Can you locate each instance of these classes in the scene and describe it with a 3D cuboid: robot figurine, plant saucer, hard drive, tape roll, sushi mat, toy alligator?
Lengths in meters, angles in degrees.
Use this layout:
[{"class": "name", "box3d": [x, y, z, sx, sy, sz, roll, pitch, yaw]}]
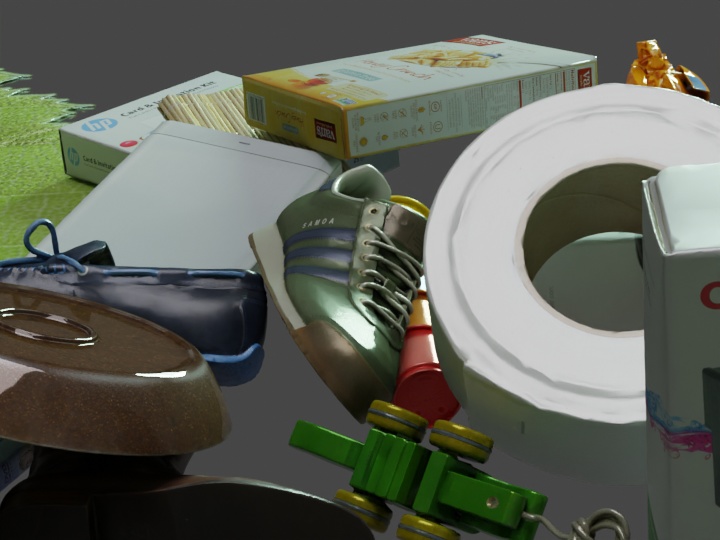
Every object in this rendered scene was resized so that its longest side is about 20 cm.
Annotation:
[{"class": "robot figurine", "box3d": [0.185, -0.100, 1.378, 0.144, 0.059, 0.200, -9, 24, -2]}, {"class": "plant saucer", "box3d": [-0.156, 0.040, 0.959, 0.199, 0.035, 0.200, 12, 10, -2]}, {"class": "hard drive", "box3d": [-0.111, -0.024, 1.220, 0.131, 0.027, 0.200, 14, 38, 20]}, {"class": "tape roll", "box3d": [0.131, 0.006, 1.015, 0.201, 0.071, 0.203, -3, 59, 5]}, {"class": "sushi mat", "box3d": [-0.059, -0.072, 1.327, 0.095, 0.012, 0.200, -10, 35, -22]}, {"class": "toy alligator", "box3d": [0.052, 0.108, 0.948, 0.199, 0.060, 0.054, 15, -10, 37]}]

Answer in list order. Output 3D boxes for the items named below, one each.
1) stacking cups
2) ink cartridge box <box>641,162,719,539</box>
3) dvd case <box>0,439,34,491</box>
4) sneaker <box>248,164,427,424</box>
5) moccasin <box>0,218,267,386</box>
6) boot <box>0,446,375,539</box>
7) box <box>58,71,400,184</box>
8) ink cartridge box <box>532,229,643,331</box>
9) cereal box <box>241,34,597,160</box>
[{"class": "stacking cups", "box3d": [0.027, 0.020, 1.134, 0.060, 0.061, 0.200, -6, 24, -2]}, {"class": "ink cartridge box", "box3d": [0.195, 0.059, 0.840, 0.144, 0.201, 0.088, -3, 24, 3]}, {"class": "dvd case", "box3d": [-0.210, 0.064, 1.139, 0.142, 0.018, 0.200, 8, 27, 25]}, {"class": "sneaker", "box3d": [0.000, 0.000, 1.072, 0.090, 0.067, 0.200, -38, 27, 4]}, {"class": "moccasin", "box3d": [-0.147, 0.018, 1.106, 0.199, 0.069, 0.081, 10, -19, 3]}, {"class": "boot", "box3d": [-0.083, 0.096, 0.998, 0.185, 0.065, 0.200, 6, 16, 0]}, {"class": "box", "box3d": [-0.095, -0.088, 1.433, 0.155, 0.041, 0.199, -25, 29, -37]}, {"class": "ink cartridge box", "box3d": [0.178, -0.010, 1.144, 0.199, 0.085, 0.146, -3, 24, 4]}, {"class": "cereal box", "box3d": [0.040, -0.120, 1.336, 0.199, 0.040, 0.144, -14, 19, -28]}]
